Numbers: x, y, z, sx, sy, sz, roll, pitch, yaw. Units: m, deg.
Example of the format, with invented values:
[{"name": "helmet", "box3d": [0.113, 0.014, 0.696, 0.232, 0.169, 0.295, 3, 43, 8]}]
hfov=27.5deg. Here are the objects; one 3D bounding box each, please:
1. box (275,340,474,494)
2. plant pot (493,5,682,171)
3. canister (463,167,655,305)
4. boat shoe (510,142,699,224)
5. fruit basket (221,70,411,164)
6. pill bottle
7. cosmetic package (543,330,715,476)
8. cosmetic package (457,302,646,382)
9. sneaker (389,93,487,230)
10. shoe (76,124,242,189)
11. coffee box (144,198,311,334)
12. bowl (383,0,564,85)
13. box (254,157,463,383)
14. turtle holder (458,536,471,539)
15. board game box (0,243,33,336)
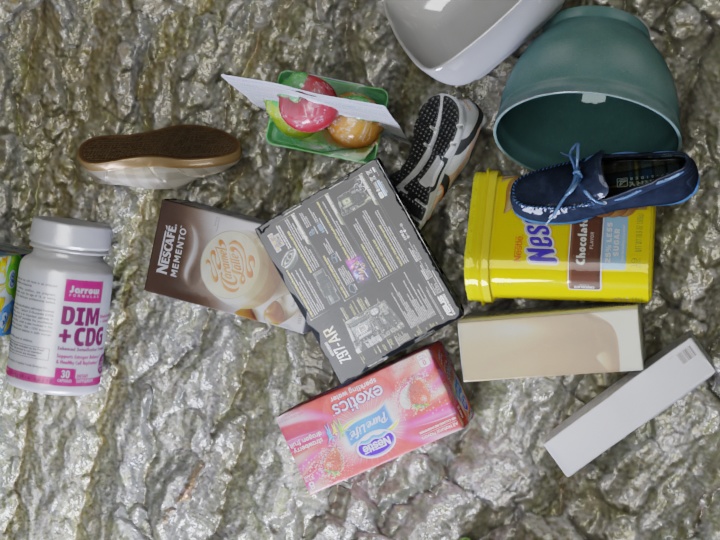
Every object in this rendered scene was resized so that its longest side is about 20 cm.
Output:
[{"name": "box", "box3d": [0.018, 0.168, 1.691, 0.199, 0.095, 0.103, -24, 89, 13]}, {"name": "plant pot", "box3d": [0.248, -0.199, 1.585, 0.199, 0.200, 0.135, 3, 67, 12]}, {"name": "canister", "box3d": [0.221, -0.036, 1.617, 0.199, 0.087, 0.149, 1, 60, 13]}, {"name": "boat shoe", "box3d": [0.254, -0.103, 1.556, 0.199, 0.069, 0.085, -13, 64, 8]}, {"name": "fruit basket", "box3d": [-0.042, -0.185, 1.634, 0.184, 0.200, 0.094, 12, 81, 12]}, {"name": "pill bottle", "box3d": [-0.356, 0.041, 1.758, 0.113, 0.113, 0.201, 9, 95, 12]}, {"name": "cosmetic package", "box3d": [0.299, 0.148, 1.635, 0.200, 0.083, 0.051, -38, 87, 12]}, {"name": "cosmetic package", "box3d": [0.214, 0.078, 1.639, 0.199, 0.105, 0.072, -5, 92, 14]}, {"name": "sneaker", "box3d": [0.083, -0.108, 1.676, 0.074, 0.080, 0.201, 44, 120, 26]}, {"name": "shoe", "box3d": [-0.236, -0.132, 1.757, 0.198, 0.070, 0.054, -1, 135, 9]}, {"name": "coffee box", "box3d": [-0.140, -0.006, 1.724, 0.199, 0.080, 0.115, 14, 96, 11]}, {"name": "bowl", "box3d": [0.135, -0.298, 1.612, 0.199, 0.200, 0.075, -41, 127, 13]}, {"name": "box", "box3d": [0.000, 0.000, 1.639, 0.160, 0.044, 0.201, -30, 93, 7]}, {"name": "turtle holder", "box3d": [0.184, 0.378, 1.657, 0.140, 0.185, 0.133, 16, 98, -21]}, {"name": "board game box", "box3d": [-0.472, 0.022, 1.739, 0.104, 0.200, 0.104, 11, 95, 12]}]
